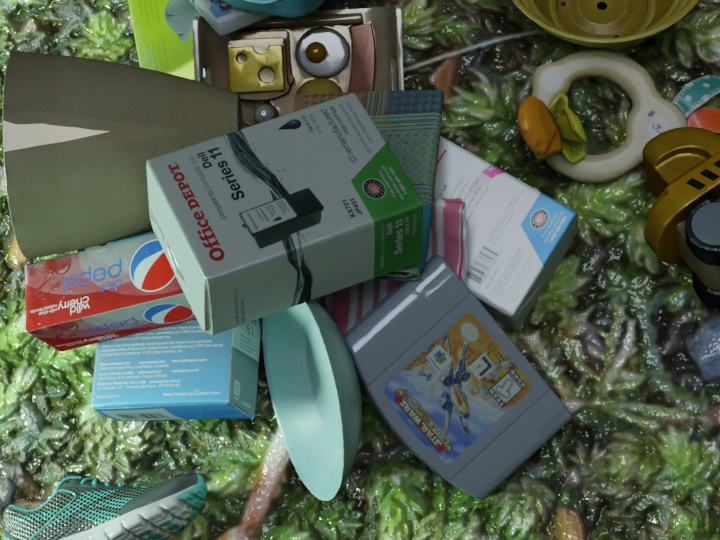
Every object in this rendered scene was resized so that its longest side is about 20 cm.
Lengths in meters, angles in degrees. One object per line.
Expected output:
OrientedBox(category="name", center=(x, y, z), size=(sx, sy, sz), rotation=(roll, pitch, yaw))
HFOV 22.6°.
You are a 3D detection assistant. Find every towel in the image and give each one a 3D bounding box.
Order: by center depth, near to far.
OrientedBox(category="towel", center=(-0.003, -0.078, 1.618), size=(0.146, 0.022, 0.200), rotation=(0, 58, 13))
OrientedBox(category="towel", center=(0.000, 0.000, 1.643), size=(0.200, 0.030, 0.147), rotation=(5, 99, 21))

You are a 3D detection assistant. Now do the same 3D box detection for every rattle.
OrientedBox(category="rattle", center=(0.251, -0.147, 1.651), size=(0.200, 0.143, 0.130), rotation=(7, 76, 10))

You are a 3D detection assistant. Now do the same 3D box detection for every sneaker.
OrientedBox(category="sneaker", center=(-0.239, 0.217, 1.632), size=(0.200, 0.078, 0.091), rotation=(-23, 67, -2))

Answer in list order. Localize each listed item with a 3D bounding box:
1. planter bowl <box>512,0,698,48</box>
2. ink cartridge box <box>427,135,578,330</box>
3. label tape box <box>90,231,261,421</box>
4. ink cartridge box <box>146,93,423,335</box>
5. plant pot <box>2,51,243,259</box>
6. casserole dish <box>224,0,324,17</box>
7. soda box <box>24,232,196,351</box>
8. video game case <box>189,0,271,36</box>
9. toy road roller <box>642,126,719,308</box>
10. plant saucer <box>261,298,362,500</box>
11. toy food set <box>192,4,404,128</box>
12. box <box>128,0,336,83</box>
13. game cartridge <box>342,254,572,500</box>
OrientedBox(category="planter bowl", center=(0.232, -0.274, 1.716), size=(0.200, 0.084, 0.201), rotation=(-3, 60, 4))
OrientedBox(category="ink cartridge box", center=(0.089, -0.047, 1.674), size=(0.200, 0.068, 0.115), rotation=(31, 83, 15))
OrientedBox(category="label tape box", center=(-0.165, 0.037, 1.669), size=(0.143, 0.066, 0.200), rotation=(-4, 69, 21))
OrientedBox(category="ink cartridge box", center=(-0.066, -0.050, 1.527), size=(0.200, 0.083, 0.147), rotation=(-20, 56, -16))
OrientedBox(category="plant pot", center=(-0.206, -0.107, 1.620), size=(0.200, 0.187, 0.188), rotation=(-2, 72, 0))
OrientedBox(category="casserole dish", center=(-0.065, -0.300, 1.693), size=(0.121, 0.039, 0.200), rotation=(12, 48, 16))
OrientedBox(category="soda box", center=(-0.201, 0.014, 1.619), size=(0.200, 0.063, 0.070), rotation=(-13, 66, 18))
OrientedBox(category="video game case", center=(-0.090, -0.316, 1.752), size=(0.200, 0.022, 0.182), rotation=(-25, 49, -18))
OrientedBox(category="toy road roller", center=(0.345, -0.078, 1.631), size=(0.200, 0.123, 0.146), rotation=(-34, 60, -4))
OrientedBox(category="plant saucer", center=(-0.037, 0.101, 1.588), size=(0.039, 0.201, 0.201), rotation=(-12, 70, -20))
OrientedBox(category="toy food set", center=(-0.058, -0.175, 1.709), size=(0.200, 0.060, 0.144), rotation=(-3, 96, 2))
OrientedBox(category="box", center=(-0.123, -0.243, 1.776), size=(0.200, 0.048, 0.122), rotation=(-13, 74, 3))
OrientedBox(category="game cartridge", center=(0.081, 0.102, 1.594), size=(0.133, 0.042, 0.200), rotation=(-43, 106, -9))
